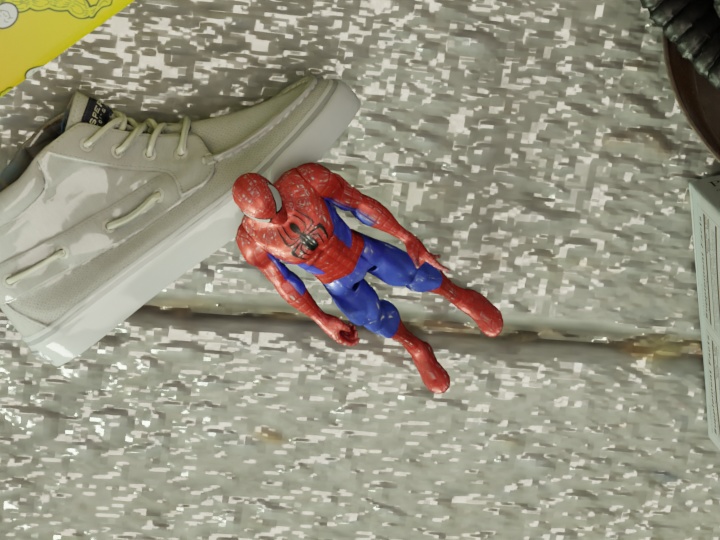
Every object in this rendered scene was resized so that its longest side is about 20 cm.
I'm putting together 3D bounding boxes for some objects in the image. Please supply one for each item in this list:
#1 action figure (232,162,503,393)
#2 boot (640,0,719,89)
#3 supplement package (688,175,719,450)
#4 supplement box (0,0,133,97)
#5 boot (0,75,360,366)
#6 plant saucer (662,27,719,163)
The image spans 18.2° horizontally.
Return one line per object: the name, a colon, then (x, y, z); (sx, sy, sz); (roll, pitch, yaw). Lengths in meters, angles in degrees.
action figure: (0.000, 0.000, 1.076); (0.065, 0.052, 0.200); (-43, 138, 10)
boot: (0.243, -0.125, 1.037); (0.158, 0.211, 0.080); (-38, 149, -28)
supplement package: (0.267, 0.042, 1.108); (0.151, 0.200, 0.152); (-11, 112, -7)
supplement box: (-0.142, -0.168, 1.001); (0.199, 0.109, 0.110); (-35, 112, 3)
boot: (-0.101, -0.050, 1.073); (0.200, 0.074, 0.096); (-39, 104, -3)
plant saucer: (0.243, -0.098, 1.087); (0.199, 0.201, 0.032); (-10, 153, -8)
